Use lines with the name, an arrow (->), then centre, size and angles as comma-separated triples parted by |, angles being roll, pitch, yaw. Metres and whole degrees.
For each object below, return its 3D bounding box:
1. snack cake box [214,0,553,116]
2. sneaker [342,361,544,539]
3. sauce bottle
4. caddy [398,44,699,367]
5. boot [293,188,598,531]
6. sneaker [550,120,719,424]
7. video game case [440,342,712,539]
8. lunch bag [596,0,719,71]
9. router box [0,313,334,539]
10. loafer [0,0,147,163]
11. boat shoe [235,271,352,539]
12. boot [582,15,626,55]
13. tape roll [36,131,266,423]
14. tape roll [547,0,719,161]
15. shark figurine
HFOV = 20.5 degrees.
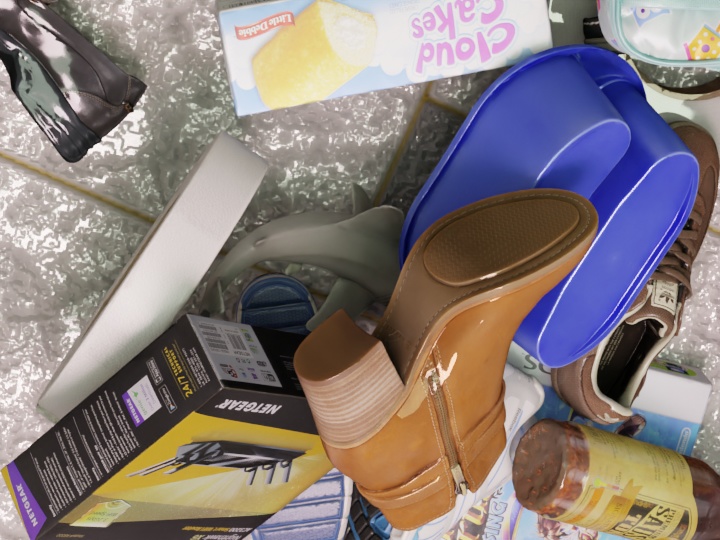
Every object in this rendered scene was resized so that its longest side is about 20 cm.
snack cake box -> 0.011, -0.154, 1.241 | 0.198, 0.115, 0.068 | -11, 104, -2
sneaker -> 0.055, 0.142, 1.293 | 0.086, 0.075, 0.201 | 18, 115, -35
sauce bottle -> 0.192, 0.146, 1.294 | 0.199, 0.066, 0.067 | 16, 101, -29
caddy -> 0.110, -0.040, 1.221 | 0.141, 0.105, 0.201 | 20, 109, -38
boot -> 0.067, 0.056, 1.143 | 0.200, 0.077, 0.156 | -38, 134, -10
sneaker -> 0.190, 0.006, 1.271 | 0.070, 0.075, 0.202 | 19, 97, -24
video game case -> 0.123, 0.144, 1.354 | 0.180, 0.045, 0.202 | 14, 101, -7
lunch bag -> 0.239, -0.190, 1.163 | 0.198, 0.077, 0.162 | 1, 95, -2
router box -> -0.088, 0.100, 1.172 | 0.157, 0.199, 0.052 | -39, 65, 22
loafer -> -0.213, -0.167, 1.246 | 0.072, 0.073, 0.201 | -37, 113, -6
boat shoe -> -0.043, 0.100, 1.313 | 0.071, 0.072, 0.202 | -2, 97, -2
boot -> 0.216, -0.227, 1.233 | 0.202, 0.073, 0.155 | -19, 99, -1
tape roll -> -0.126, 0.008, 1.213 | 0.037, 0.203, 0.204 | 34, 98, -7
tape roll -> 0.215, -0.166, 1.298 | 0.201, 0.037, 0.205 | -1, 102, -5
shark figurine -> -0.017, -0.013, 1.239 | 0.213, 0.089, 0.129 | 2, 68, -36
